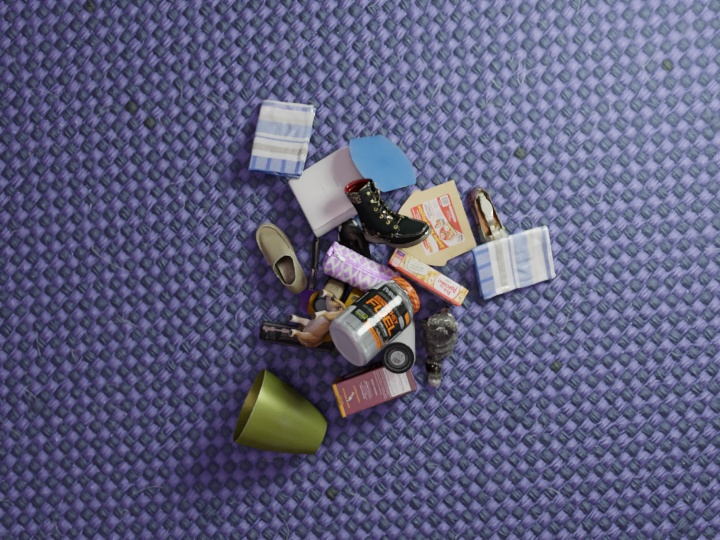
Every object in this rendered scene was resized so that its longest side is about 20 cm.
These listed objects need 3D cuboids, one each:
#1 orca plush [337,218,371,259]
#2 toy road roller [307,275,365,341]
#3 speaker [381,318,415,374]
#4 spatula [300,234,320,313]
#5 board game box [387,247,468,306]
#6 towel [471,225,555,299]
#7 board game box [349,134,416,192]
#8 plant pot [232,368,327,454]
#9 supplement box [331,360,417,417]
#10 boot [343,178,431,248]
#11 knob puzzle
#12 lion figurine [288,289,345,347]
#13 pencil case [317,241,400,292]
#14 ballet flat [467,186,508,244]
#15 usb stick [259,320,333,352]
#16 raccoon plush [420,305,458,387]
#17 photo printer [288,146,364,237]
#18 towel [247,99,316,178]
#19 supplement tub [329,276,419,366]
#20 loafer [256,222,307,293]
[{"bbox_3d":[-0.017,-0.038,1.696,0.102,0.071,0.206,-3,90,2],"label":"orca plush"},{"bbox_3d":[-0.039,0.117,1.663,0.197,0.123,0.148,29,125,2],"label":"toy road roller"},{"bbox_3d":[0.094,0.167,1.624,0.079,0.201,0.083,2,110,4],"label":"speaker"},{"bbox_3d":[-0.121,0.010,1.725,0.055,0.021,0.206,5,89,11],"label":"spatula"},{"bbox_3d":[0.160,0.017,1.648,0.197,0.152,0.047,31,89,3],"label":"board game box"},{"bbox_3d":[0.380,-0.018,1.666,0.195,0.024,0.150,-16,116,0],"label":"towel"},{"bbox_3d":[0.045,-0.256,1.663,0.160,0.198,0.039,56,132,12],"label":"board game box"},{"bbox_3d":[-0.188,0.371,1.666,0.197,0.187,0.191,26,91,-13],"label":"plant pot"},{"bbox_3d":[0.035,0.282,1.675,0.196,0.110,0.088,-21,89,2],"label":"supplement box"},{"bbox_3d":[0.057,-0.134,1.562,0.074,0.201,0.155,-50,127,-29],"label":"boot"},{"bbox_3d":[0.173,-0.107,1.708,0.213,0.030,0.226,0,91,2],"label":"knob puzzle"},{"bbox_3d":[-0.089,0.118,1.556,0.198,0.121,0.074,-30,54,35],"label":"lion figurine"},{"bbox_3d":[0.000,0.000,1.629,0.196,0.086,0.086,24,64,-8],"label":"pencil case"},{"bbox_3d":[0.325,-0.115,1.681,0.068,0.071,0.204,-24,90,1],"label":"ballet flat"},{"bbox_3d":[-0.161,0.169,1.722,0.194,0.033,0.057,9,97,2],"label":"usb stick"},{"bbox_3d":[0.204,0.190,1.655,0.094,0.134,0.206,-7,90,1],"label":"raccoon plush"},{"bbox_3d":[-0.062,-0.203,1.685,0.197,0.070,0.169,-29,74,2],"label":"photo printer"},{"bbox_3d":[-0.198,-0.334,1.697,0.143,0.024,0.205,8,72,4],"label":"towel"},{"bbox_3d":[0.035,0.110,1.520,0.199,0.122,0.123,-39,89,-26],"label":"supplement tub"},{"bbox_3d":[-0.200,-0.036,1.699,0.075,0.068,0.202,-35,82,2],"label":"loafer"}]
